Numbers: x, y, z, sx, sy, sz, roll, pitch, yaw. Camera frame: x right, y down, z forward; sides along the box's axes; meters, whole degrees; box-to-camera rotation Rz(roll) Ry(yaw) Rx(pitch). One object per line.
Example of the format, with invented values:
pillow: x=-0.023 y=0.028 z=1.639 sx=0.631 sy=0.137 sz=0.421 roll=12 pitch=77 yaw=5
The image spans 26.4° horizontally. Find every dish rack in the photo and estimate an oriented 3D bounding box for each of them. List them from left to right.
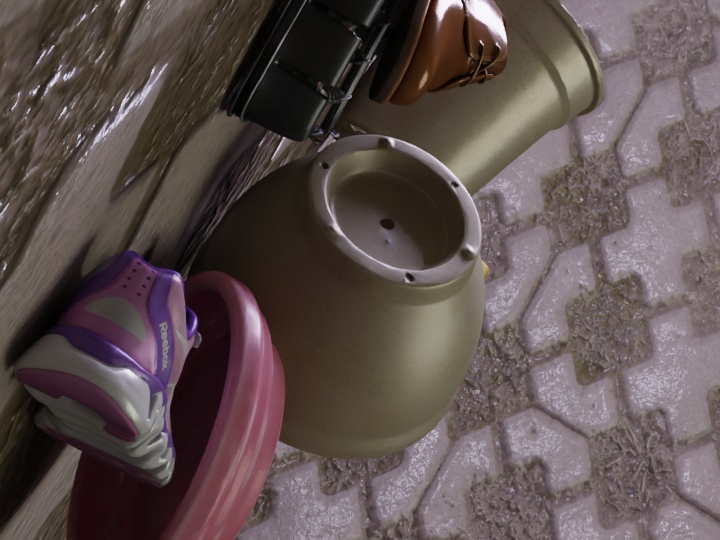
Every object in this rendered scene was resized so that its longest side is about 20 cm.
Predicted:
dish rack: x=-0.009 y=-0.148 z=0.916 sx=0.154 sy=0.054 sz=0.200 roll=-59 pitch=179 yaw=8

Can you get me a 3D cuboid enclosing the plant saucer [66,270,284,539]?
plant saucer: x=-0.104 y=0.102 z=0.893 sx=0.200 sy=0.050 sz=0.202 roll=-43 pitch=-147 yaw=37

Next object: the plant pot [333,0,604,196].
plant pot: x=0.080 y=-0.149 z=1.346 sx=0.184 sy=0.200 sz=0.201 roll=-47 pitch=175 yaw=-13

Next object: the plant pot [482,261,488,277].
plant pot: x=-0.015 y=0.053 z=1.614 sx=0.197 sy=0.193 sz=0.200 roll=-61 pitch=171 yaw=32

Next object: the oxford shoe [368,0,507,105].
oxford shoe: x=0.055 y=-0.138 z=0.929 sx=0.072 sy=0.071 sz=0.200 roll=-58 pitch=180 yaw=28

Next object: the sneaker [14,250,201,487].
sneaker: x=-0.117 y=0.049 z=0.777 sx=0.200 sy=0.080 sz=0.089 roll=110 pitch=3 yaw=-70

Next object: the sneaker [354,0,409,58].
sneaker: x=0.062 y=-0.238 z=1.057 sx=0.115 sy=0.076 sz=0.200 roll=-60 pitch=-179 yaw=-30

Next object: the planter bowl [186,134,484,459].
planter bowl: x=0.000 y=0.000 z=0.985 sx=0.201 sy=0.199 sz=0.135 roll=-57 pitch=180 yaw=-44
